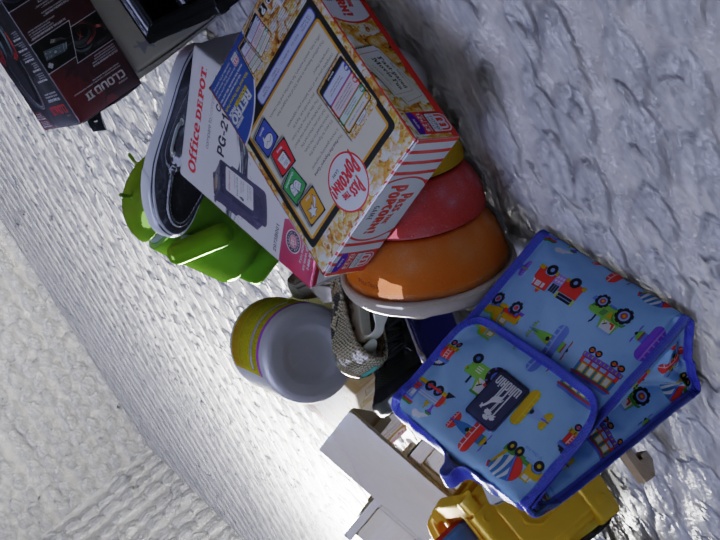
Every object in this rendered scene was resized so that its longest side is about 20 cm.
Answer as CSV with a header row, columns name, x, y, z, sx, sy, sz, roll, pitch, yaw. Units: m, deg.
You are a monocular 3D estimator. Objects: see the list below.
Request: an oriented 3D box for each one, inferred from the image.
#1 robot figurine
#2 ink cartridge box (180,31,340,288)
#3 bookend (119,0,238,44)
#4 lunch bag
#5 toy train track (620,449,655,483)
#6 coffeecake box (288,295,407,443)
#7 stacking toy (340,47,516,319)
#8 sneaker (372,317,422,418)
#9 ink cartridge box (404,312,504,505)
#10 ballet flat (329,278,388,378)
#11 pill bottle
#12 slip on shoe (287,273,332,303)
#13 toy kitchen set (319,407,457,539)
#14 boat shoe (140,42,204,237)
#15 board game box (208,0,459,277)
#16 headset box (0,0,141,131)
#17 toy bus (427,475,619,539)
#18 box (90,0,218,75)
name,x,y,z,sx,sy,sz,roll,pitch,yaw
robot figurine,-0.178,-0.062,1.489,0.199,0.116,0.176,28,-148,-23
ink cartridge box,-0.069,-0.105,1.198,0.200,0.084,0.146,39,134,31
bookend,-0.169,-0.306,1.104,0.200,0.092,0.200,57,160,-17
lunch bag,0.129,0.090,0.991,0.150,0.200,0.095,34,157,39
toy train track,0.190,0.087,1.122,0.201,0.032,0.115,55,170,6
coffeecake box,-0.023,0.127,1.633,0.153,0.073,0.201,41,160,26
stacking toy,0.043,-0.077,1.048,0.146,0.145,0.202,26,133,51
sneaker,0.029,0.078,1.336,0.115,0.076,0.199,58,-169,-6
ink cartridge box,0.082,0.077,1.208,0.200,0.040,0.201,-108,-7,-51
ballet flat,0.000,0.000,1.273,0.075,0.067,0.202,-26,67,51
pill bottle,-0.082,0.082,1.449,0.105,0.104,0.200,54,166,-13
slip on shoe,-0.037,-0.004,1.410,0.200,0.075,0.061,-165,62,-79
toy kitchen set,0.058,0.209,1.581,0.163,0.180,0.200,39,121,4
boat shoe,-0.166,-0.127,1.351,0.071,0.202,0.068,8,-169,-44
board game box,-0.027,-0.121,1.013,0.201,0.046,0.152,58,134,24
headset box,-0.295,-0.219,1.249,0.201,0.075,0.148,59,160,-18
toy bus,0.132,0.247,1.312,0.136,0.192,0.200,48,163,1
box,-0.238,-0.260,1.332,0.128,0.109,0.200,56,161,-11
